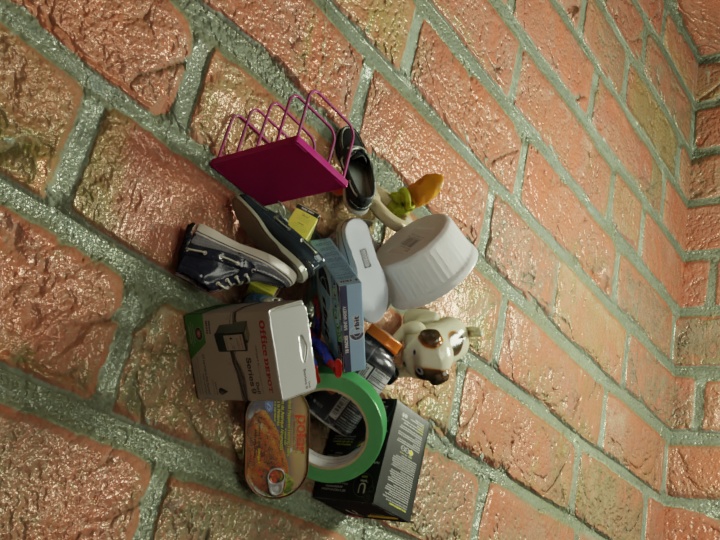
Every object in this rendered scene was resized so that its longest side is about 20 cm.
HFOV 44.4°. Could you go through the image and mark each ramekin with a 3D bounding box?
[{"bbox_3d":[0.121,-0.023,1.725,0.098,0.200,0.201,56,46,-20],"label":"ramekin"}]

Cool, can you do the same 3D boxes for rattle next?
[{"bbox_3d":[0.060,-0.164,1.789,0.200,0.143,0.131,32,41,-36],"label":"rattle"}]

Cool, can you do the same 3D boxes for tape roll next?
[{"bbox_3d":[-0.054,0.271,1.549,0.048,0.199,0.202,-45,124,-76],"label":"tape roll"}]

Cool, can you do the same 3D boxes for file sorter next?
[{"bbox_3d":[-0.128,-0.213,1.518,0.139,0.199,0.126,39,53,-42],"label":"file sorter"}]

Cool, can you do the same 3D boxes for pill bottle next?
[{"bbox_3d":[-0.007,0.197,1.632,0.200,0.106,0.106,-54,132,-3],"label":"pill bottle"}]

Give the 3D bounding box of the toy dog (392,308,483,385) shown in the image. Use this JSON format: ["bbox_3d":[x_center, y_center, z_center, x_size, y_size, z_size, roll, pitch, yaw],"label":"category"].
[{"bbox_3d":[0.150,0.168,1.811,0.200,0.193,0.140,-33,122,-72],"label":"toy dog"}]

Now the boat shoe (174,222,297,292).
[{"bbox_3d":[-0.209,0.006,1.446,0.199,0.075,0.093,25,67,-10],"label":"boat shoe"}]

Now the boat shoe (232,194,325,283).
[{"bbox_3d":[-0.141,-0.066,1.509,0.062,0.200,0.075,-36,156,-26],"label":"boat shoe"}]

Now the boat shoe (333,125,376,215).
[{"bbox_3d":[-0.006,-0.208,1.738,0.075,0.060,0.201,-3,64,-24],"label":"boat shoe"}]

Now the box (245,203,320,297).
[{"bbox_3d":[-0.139,-0.022,1.573,0.050,0.075,0.200,27,56,0],"label":"box"}]

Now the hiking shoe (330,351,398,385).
[{"bbox_3d":[0.001,0.187,1.752,0.087,0.074,0.200,-53,134,-7],"label":"hiking shoe"}]

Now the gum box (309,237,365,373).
[{"bbox_3d":[-0.042,0.058,1.573,0.044,0.200,0.171,-9,116,-14],"label":"gum box"}]

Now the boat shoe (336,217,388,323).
[{"bbox_3d":[0.000,0.000,1.665,0.073,0.065,0.201,-11,93,-27],"label":"boat shoe"}]

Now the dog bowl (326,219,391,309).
[{"bbox_3d":[-0.007,0.000,1.758,0.200,0.058,0.201,8,80,-51],"label":"dog bowl"}]

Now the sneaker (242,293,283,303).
[{"bbox_3d":[-0.164,0.122,1.525,0.078,0.090,0.201,-26,128,-40],"label":"sneaker"}]

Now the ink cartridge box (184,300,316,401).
[{"bbox_3d":[-0.177,0.128,1.408,0.084,0.199,0.147,-14,96,-51],"label":"ink cartridge box"}]

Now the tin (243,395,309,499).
[{"bbox_3d":[-0.143,0.289,1.504,0.111,0.042,0.201,1,98,-11],"label":"tin"}]

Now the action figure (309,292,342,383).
[{"bbox_3d":[-0.087,0.111,1.555,0.065,0.200,0.100,-12,110,-13],"label":"action figure"}]

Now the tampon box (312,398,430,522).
[{"bbox_3d":[0.024,0.360,1.678,0.126,0.149,0.201,39,56,-41],"label":"tampon box"}]
